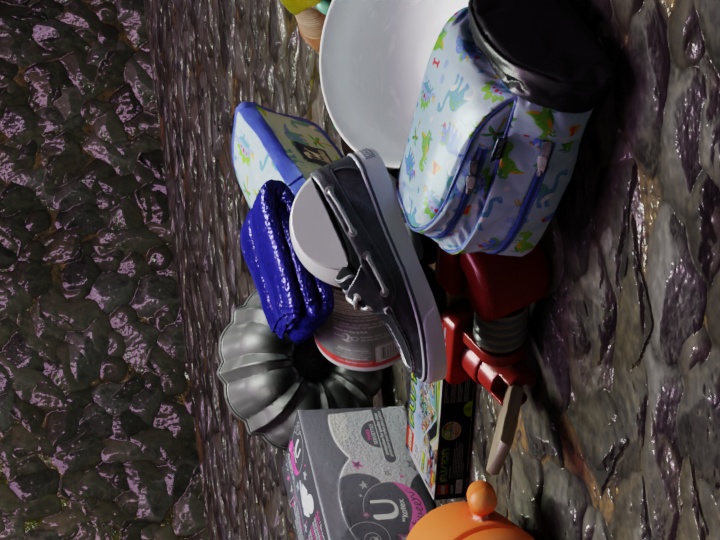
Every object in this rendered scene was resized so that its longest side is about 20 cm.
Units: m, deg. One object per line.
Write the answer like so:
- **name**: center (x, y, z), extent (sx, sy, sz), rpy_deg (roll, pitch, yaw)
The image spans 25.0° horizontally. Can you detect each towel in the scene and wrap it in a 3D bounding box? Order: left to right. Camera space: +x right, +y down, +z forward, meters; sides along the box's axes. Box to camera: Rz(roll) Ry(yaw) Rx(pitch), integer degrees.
- **towel**: center (-0.082, -0.003, 1.634), extent (0.200, 0.049, 0.148), rpy_deg (135, 113, -76)

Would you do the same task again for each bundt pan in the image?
- **bundt pan**: center (-0.057, 0.103, 1.853), extent (0.076, 0.201, 0.203), rpy_deg (154, 112, -62)

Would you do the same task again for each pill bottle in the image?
- **pill bottle**: center (0.000, -0.038, 1.465), extent (0.200, 0.112, 0.114), rpy_deg (12, -107, -79)
- **pill bottle**: center (0.000, 0.000, 1.674), extent (0.201, 0.113, 0.114), rpy_deg (85, 172, -47)

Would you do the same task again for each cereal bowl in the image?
- **cereal bowl**: center (0.061, -0.187, 1.434), extent (0.199, 0.083, 0.201), rpy_deg (-1, 88, 41)

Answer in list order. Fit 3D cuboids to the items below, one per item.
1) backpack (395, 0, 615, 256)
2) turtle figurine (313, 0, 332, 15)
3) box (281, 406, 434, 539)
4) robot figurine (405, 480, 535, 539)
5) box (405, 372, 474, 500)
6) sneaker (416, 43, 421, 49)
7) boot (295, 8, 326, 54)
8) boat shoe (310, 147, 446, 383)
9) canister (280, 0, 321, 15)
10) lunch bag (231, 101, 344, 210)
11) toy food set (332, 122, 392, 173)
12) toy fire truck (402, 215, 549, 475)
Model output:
- **backpack**: center (0.105, -0.105, 1.255), extent (0.164, 0.153, 0.201), rpy_deg (-112, 16, -44)
- **turtle figurine**: center (-0.007, -0.294, 1.680), extent (0.101, 0.149, 0.201), rpy_deg (81, -174, -50)
- **box**: center (0.002, 0.258, 1.759), extent (0.115, 0.131, 0.201), rpy_deg (107, 156, -46)
- **robot figurine**: center (0.101, 0.264, 1.392), extent (0.144, 0.116, 0.200), rpy_deg (-55, 15, -4)
- **box**: center (0.080, 0.113, 1.611), extent (0.110, 0.034, 0.201), rpy_deg (-122, 31, -63)
- **sneaker**: center (0.049, -0.266, 1.562), extent (0.087, 0.073, 0.201), rpy_deg (129, 131, -61)
- **boot**: center (-0.024, -0.338, 1.861), extent (0.155, 0.073, 0.201), rpy_deg (57, -129, -63)
- **boat shoe**: center (0.013, 0.004, 1.325), extent (0.072, 0.067, 0.201), rpy_deg (-159, 48, -72)
- **canister**: center (-0.014, -0.340, 1.465), extent (0.149, 0.199, 0.087), rpy_deg (46, -160, -44)
- **lunch bag**: center (-0.060, -0.077, 1.778), extent (0.170, 0.127, 0.200), rpy_deg (54, 178, 40)
- **toy food set**: center (0.012, -0.191, 1.787), extent (0.200, 0.048, 0.199), rpy_deg (-111, 22, -50)
- **toy fire truck**: center (0.108, 0.053, 1.362), extent (0.200, 0.128, 0.177), rpy_deg (48, 149, 37)
